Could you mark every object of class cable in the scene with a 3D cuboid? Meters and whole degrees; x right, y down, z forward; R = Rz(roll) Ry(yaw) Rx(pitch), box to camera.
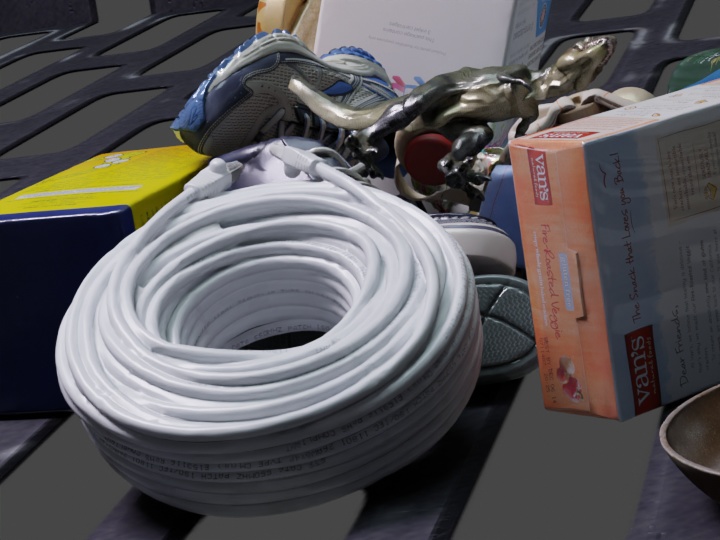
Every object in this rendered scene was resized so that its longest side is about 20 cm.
[{"bbox_3d":[-0.043,0.032,1.174,0.199,0.070,0.200,24,48,40],"label":"cable"}]

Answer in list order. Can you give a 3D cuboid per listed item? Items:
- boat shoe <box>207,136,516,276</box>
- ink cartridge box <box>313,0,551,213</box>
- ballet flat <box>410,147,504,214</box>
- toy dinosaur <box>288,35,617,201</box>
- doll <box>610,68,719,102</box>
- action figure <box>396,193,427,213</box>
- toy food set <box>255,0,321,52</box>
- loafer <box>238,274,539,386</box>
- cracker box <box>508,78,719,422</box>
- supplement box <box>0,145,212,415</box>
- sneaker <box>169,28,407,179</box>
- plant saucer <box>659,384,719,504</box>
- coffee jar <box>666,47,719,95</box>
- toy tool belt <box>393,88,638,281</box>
[{"bbox_3d":[-0.008,-0.030,1.330,0.199,0.093,0.075,-7,-23,30],"label":"boat shoe"},{"bbox_3d":[0.038,-0.100,1.614,0.124,0.202,0.129,13,17,13],"label":"ink cartridge box"},{"bbox_3d":[0.108,-0.034,1.481,0.199,0.064,0.076,7,-24,31],"label":"ballet flat"},{"bbox_3d":[0.040,-0.079,1.318,0.199,0.048,0.088,-4,37,27],"label":"toy dinosaur"},{"bbox_3d":[0.232,-0.067,1.434,0.198,0.049,0.137,14,38,-2],"label":"doll"},{"bbox_3d":[0.000,0.000,1.450,0.129,0.070,0.200,1,17,8],"label":"action figure"},{"bbox_3d":[-0.044,-0.103,1.665,0.048,0.199,0.200,16,-8,11],"label":"toy food set"},{"bbox_3d":[0.002,0.040,1.286,0.198,0.072,0.063,-1,-14,11],"label":"loafer"},{"bbox_3d":[0.168,-0.019,1.237,0.199,0.135,0.057,-17,14,-38],"label":"cracker box"},{"bbox_3d":[-0.133,0.001,1.425,0.109,0.110,0.200,-4,12,21],"label":"supplement box"},{"bbox_3d":[-0.026,-0.083,1.444,0.077,0.085,0.199,-51,-22,27],"label":"sneaker"},{"bbox_3d":[0.223,0.069,1.034,0.198,0.032,0.200,-7,12,2],"label":"plant saucer"},{"bbox_3d":[0.301,-0.104,1.672,0.104,0.086,0.199,-12,11,-31],"label":"coffee jar"},{"bbox_3d":[0.108,-0.029,1.341,0.198,0.126,0.123,14,38,2],"label":"toy tool belt"}]
